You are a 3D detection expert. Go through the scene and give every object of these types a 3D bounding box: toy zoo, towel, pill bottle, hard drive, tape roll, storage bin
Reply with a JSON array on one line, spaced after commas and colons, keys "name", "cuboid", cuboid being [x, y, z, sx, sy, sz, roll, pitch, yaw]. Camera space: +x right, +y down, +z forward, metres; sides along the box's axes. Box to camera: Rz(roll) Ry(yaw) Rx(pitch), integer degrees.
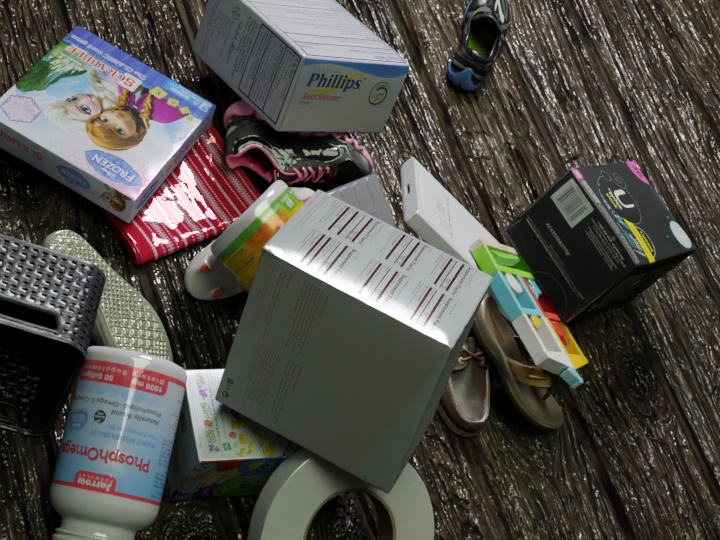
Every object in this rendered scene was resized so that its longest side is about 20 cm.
[{"name": "toy zoo", "cuboid": [0.211, 0.055, 1.577, 0.131, 0.020, 0.202, 12, 46, -59]}, {"name": "towel", "cuboid": [-0.220, -0.096, 1.540, 0.199, 0.023, 0.145, -25, 75, -37]}, {"name": "pill bottle", "cuboid": [-0.239, 0.183, 1.264, 0.107, 0.109, 0.203, 15, 76, -18]}, {"name": "hard drive", "cuboid": [0.125, -0.037, 1.607, 0.200, 0.027, 0.133, 42, 24, -25]}, {"name": "tape roll", "cuboid": [-0.019, 0.271, 1.329, 0.200, 0.037, 0.206, -3, 97, -26]}, {"name": "storage bin", "cuboid": [-0.337, 0.065, 1.258, 0.134, 0.200, 0.095, 18, 54, -16]}, {"name": "pill bottle", "cuboid": [-0.060, 0.010, 1.430, 0.200, 0.111, 0.111, 47, 50, -5]}]

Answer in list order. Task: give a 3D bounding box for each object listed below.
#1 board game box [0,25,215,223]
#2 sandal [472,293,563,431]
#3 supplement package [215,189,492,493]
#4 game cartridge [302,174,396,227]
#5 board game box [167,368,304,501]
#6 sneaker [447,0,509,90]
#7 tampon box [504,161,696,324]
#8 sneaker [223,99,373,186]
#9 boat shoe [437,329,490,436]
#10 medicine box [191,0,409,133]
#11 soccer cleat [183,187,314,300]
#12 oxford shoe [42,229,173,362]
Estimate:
[{"name": "board game box", "cuboid": [-0.299, -0.174, 1.513, 0.198, 0.041, 0.200, 29, 47, 2]}, {"name": "sandal", "cuboid": [0.196, 0.108, 1.558, 0.201, 0.054, 0.080, 59, 26, -16]}, {"name": "supplement package", "cuboid": [-0.007, 0.067, 1.280, 0.198, 0.193, 0.147, 27, 34, 9]}, {"name": "game cartridge", "cuboid": [0.000, 0.000, 1.536, 0.129, 0.038, 0.203, -24, 100, -41]}, {"name": "board game box", "cuboid": [-0.101, 0.170, 1.376, 0.197, 0.103, 0.106, 1, 58, -27]}, {"name": "sneaker", "cuboid": [0.181, -0.343, 1.868, 0.070, 0.083, 0.201, 28, 51, -8]}, {"name": "tampon box", "cuboid": [0.310, -0.041, 1.676, 0.199, 0.126, 0.151, -13, 65, -54]}, {"name": "sneaker", "cuboid": [-0.080, -0.132, 1.597, 0.198, 0.079, 0.096, 18, 50, -12]}, {"name": "boat shoe", "cuboid": [0.117, 0.094, 1.562, 0.070, 0.070, 0.202, 2, 61, -27]}, {"name": "medicine box", "cuboid": [-0.075, -0.263, 1.609, 0.181, 0.104, 0.200, -5, 40, -44]}, {"name": "soccer cleat", "cuboid": [-0.129, -0.031, 1.525, 0.199, 0.077, 0.070, -36, 120, -24]}, {"name": "oxford shoe", "cuboid": [-0.275, 0.045, 1.402, 0.201, 0.058, 0.075, 51, 43, -9]}]
